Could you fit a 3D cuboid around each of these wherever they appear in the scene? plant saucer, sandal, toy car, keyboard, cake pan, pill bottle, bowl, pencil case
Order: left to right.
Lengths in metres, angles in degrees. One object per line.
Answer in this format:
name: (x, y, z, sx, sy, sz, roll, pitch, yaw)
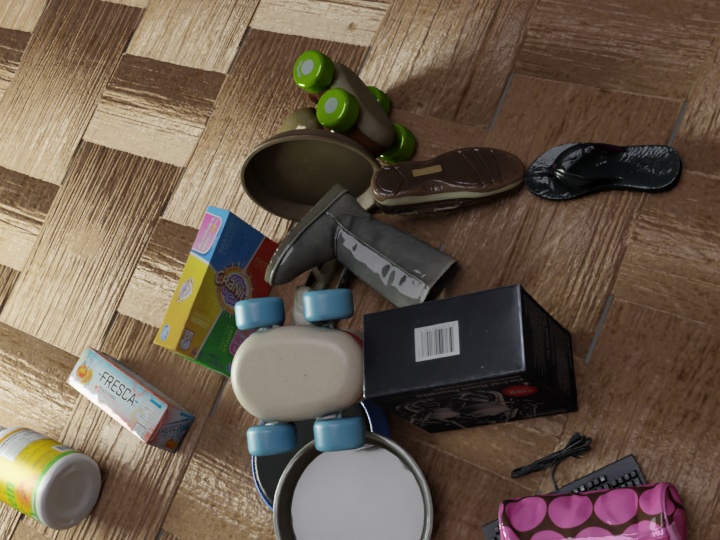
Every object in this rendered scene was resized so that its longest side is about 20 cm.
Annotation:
pill bottle: (-0.485, 0.294, 1.626, 0.199, 0.111, 0.112, 15, 78, 34)
plant saucer: (-0.064, -0.129, 1.503, 0.199, 0.200, 0.030, -13, 55, 25)
bowl: (-0.055, 0.235, 1.444, 0.199, 0.039, 0.202, -11, 65, 26)
toy car: (-0.057, -0.176, 1.550, 0.200, 0.164, 0.158, -43, 55, 19)
toy car: (-0.045, 0.123, 1.380, 0.175, 0.200, 0.186, -8, 86, 22)
cake pan: (-0.007, 0.296, 1.354, 0.198, 0.037, 0.202, -2, 81, 12)
keyboard: (0.229, 0.263, 1.279, 0.199, 0.021, 0.128, -30, 58, 16)
pencil case: (0.250, 0.282, 1.200, 0.198, 0.094, 0.092, -13, 86, 17)
sandal: (0.296, -0.133, 1.385, 0.199, 0.048, 0.076, -3, 69, 29)

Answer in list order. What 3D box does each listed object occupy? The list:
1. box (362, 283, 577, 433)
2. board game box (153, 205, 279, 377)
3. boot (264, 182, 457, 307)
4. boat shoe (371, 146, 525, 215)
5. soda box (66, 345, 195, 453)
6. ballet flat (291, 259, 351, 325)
box: (0.130, 0.109, 1.301, 0.198, 0.182, 0.105, -13, 65, 26)
board game box: (-0.191, 0.033, 1.538, 0.040, 0.153, 0.202, 14, 78, 32)
boot: (-0.001, 0.000, 1.450, 0.200, 0.073, 0.182, 40, 82, 9)
boat shoe: (0.116, -0.112, 1.470, 0.200, 0.075, 0.075, -4, 58, 5)
soda box: (-0.334, 0.185, 1.609, 0.199, 0.068, 0.064, 29, 86, 35)
ballet flat: (-0.056, 0.018, 1.517, 0.072, 0.072, 0.202, 19, 81, 34)
